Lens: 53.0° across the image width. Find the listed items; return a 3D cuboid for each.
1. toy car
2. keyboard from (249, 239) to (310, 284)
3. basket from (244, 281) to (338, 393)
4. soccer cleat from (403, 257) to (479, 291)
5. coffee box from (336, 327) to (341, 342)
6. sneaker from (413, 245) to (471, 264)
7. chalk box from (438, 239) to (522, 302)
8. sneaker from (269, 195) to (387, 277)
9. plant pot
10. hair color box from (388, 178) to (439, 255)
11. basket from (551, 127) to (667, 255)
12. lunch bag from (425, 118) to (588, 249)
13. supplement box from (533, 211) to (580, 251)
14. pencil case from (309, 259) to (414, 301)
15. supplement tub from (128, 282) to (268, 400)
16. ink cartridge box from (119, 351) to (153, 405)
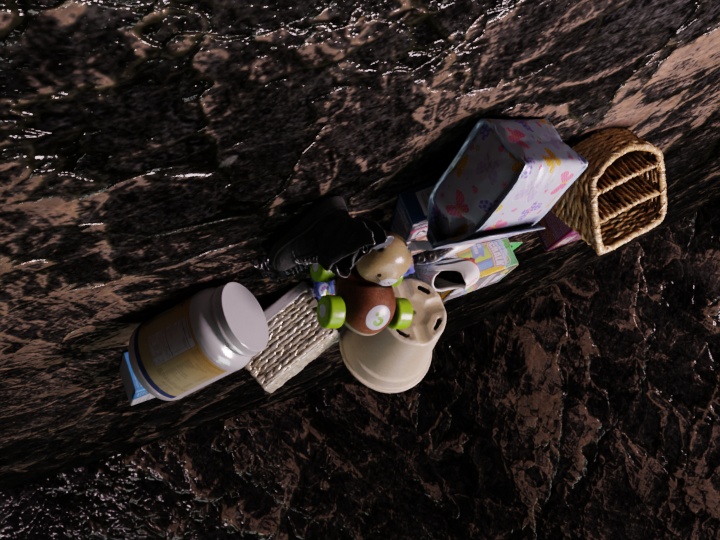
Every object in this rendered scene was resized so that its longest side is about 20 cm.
[{"bbox_3d":[0.036,0.002,1.168,0.163,0.160,0.200,3,153,-30],"label":"toy car"},{"bbox_3d":[-0.118,-0.009,1.183,0.103,0.040,0.200,-23,167,-3],"label":"keyboard"},{"bbox_3d":[-0.149,0.138,1.432,0.199,0.124,0.136,-37,169,-8],"label":"basket"},{"bbox_3d":[0.133,0.005,1.410,0.198,0.069,0.085,5,-153,24],"label":"soccer cleat"},{"bbox_3d":[-0.015,0.089,1.594,0.198,0.081,0.114,-19,-166,-16],"label":"coffee box"},{"bbox_3d":[0.165,-0.061,1.395,0.198,0.073,0.072,-21,175,5],"label":"sneaker"},{"bbox_3d":[0.244,-0.033,1.531,0.198,0.125,0.125,-20,166,-17],"label":"chalk box"},{"bbox_3d":[-0.052,-0.028,1.033,0.060,0.105,0.200,-5,151,-50],"label":"sneaker"},{"bbox_3d":[0.075,0.113,1.406,0.199,0.202,0.184,-17,159,-23],"label":"plant pot"},{"bbox_3d":[0.109,-0.085,1.213,0.099,0.061,0.200,-20,168,-8],"label":"hair color box"},{"bbox_3d":[0.444,-0.148,1.246,0.198,0.149,0.144,-22,144,-29],"label":"basket"},{"bbox_3d":[0.202,-0.110,1.044,0.168,0.128,0.201,-9,146,-44],"label":"lunch bag"},{"bbox_3d":[0.470,-0.136,1.537,0.130,0.104,0.200,-18,166,-20],"label":"supplement box"},{"bbox_3d":[0.000,0.000,1.342,0.198,0.087,0.078,-22,-150,1],"label":"pencil case"},{"bbox_3d":[-0.266,0.116,1.196,0.199,0.146,0.144,-27,167,19],"label":"supplement tub"},{"bbox_3d":[-0.373,0.190,1.455,0.198,0.084,0.145,-17,166,-26],"label":"ink cartridge box"}]
